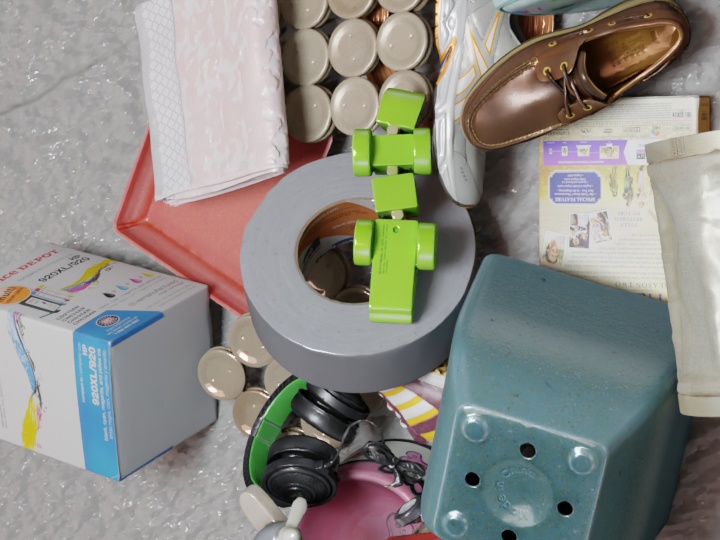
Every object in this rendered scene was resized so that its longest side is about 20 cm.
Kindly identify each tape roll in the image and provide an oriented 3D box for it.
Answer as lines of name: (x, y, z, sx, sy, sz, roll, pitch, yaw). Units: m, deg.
tape roll: (0.000, 0.000, 1.678, 0.199, 0.066, 0.201, -2, 59, 4)

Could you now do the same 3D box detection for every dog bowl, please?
dog bowl: (0.021, 0.253, 1.751, 0.199, 0.074, 0.201, 3, 95, 35)

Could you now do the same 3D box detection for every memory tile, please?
memory tile: (-0.024, -0.189, 1.739, 0.199, 0.017, 0.154, -6, 86, 32)
memory tile: (-0.047, 0.083, 1.797, 0.153, 0.017, 0.200, 47, 118, 4)

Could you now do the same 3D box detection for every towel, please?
towel: (-0.133, -0.169, 1.777, 0.191, 0.032, 0.201, -14, 79, 49)

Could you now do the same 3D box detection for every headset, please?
headset: (-0.027, 0.151, 1.720, 0.200, 0.094, 0.124, -1, 62, 60)

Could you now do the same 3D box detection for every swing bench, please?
swing bench: (0.290, -0.002, 1.468, 0.129, 0.200, 0.200, -7, 89, 35)

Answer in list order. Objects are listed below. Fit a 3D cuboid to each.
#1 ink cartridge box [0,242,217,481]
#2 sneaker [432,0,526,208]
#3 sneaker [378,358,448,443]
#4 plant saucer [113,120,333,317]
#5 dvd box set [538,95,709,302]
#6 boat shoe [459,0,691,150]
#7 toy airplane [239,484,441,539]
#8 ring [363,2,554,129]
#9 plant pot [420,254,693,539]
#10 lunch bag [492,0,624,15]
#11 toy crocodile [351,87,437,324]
ink cartridge box: (-0.258, 0.081, 1.866, 0.199, 0.147, 0.145, 14, 119, 32)
sneaker: (0.106, -0.151, 1.636, 0.091, 0.076, 0.201, 2, 97, 6)
sneaker: (0.040, 0.101, 1.714, 0.199, 0.075, 0.091, 21, 121, 23)
plant saucer: (-0.122, -0.081, 1.846, 0.199, 0.037, 0.201, 32, 110, 29)
dvd box set: (0.214, -0.040, 1.620, 0.146, 0.029, 0.201, 0, 93, 34)
boat shoe: (0.168, -0.155, 1.574, 0.199, 0.068, 0.072, -28, 103, 8)
toy airplane: (-0.015, 0.282, 1.647, 0.199, 0.141, 0.200, 14, 122, 19)
ring: (0.081, -0.213, 1.707, 0.199, 0.019, 0.202, 3, 96, 34)
plant pot: (0.144, 0.131, 1.534, 0.195, 0.200, 0.197, 16, 114, 14)
lunch bag: (0.198, -0.259, 1.536, 0.199, 0.160, 0.078, -19, 83, 35)
toy crocodile: (0.029, -0.054, 1.628, 0.067, 0.062, 0.201, -2, 77, 6)
